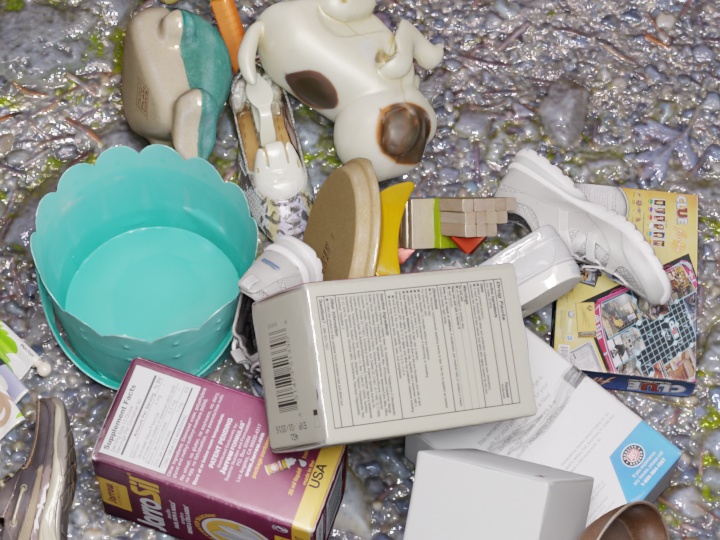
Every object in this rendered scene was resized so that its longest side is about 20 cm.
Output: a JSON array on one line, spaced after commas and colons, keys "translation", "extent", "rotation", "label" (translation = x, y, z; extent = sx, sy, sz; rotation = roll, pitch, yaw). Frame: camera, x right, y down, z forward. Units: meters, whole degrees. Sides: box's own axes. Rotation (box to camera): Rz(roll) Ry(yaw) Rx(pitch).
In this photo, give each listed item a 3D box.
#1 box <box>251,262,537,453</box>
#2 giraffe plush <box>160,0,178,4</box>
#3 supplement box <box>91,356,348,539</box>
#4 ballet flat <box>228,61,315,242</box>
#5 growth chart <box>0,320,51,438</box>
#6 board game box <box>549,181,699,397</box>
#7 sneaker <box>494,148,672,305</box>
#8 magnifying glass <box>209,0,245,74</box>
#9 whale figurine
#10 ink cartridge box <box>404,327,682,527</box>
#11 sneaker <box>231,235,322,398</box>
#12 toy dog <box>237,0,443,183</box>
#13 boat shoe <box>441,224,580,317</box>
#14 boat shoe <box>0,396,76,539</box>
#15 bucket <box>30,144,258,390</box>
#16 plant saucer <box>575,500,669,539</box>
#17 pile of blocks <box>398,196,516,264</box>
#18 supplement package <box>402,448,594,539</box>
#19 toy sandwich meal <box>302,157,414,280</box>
[{"translation": [0.027, 0.071, 1.416], "extent": [0.198, 0.109, 0.129], "rotation": [-5, 83, -29], "label": "box"}, {"translation": [-0.146, -0.387, 1.787], "extent": [0.198, 0.174, 0.162], "rotation": [2, 34, 25], "label": "giraffe plush"}, {"translation": [-0.117, 0.172, 1.492], "extent": [0.198, 0.131, 0.104], "rotation": [17, 62, 8], "label": "supplement box"}, {"translation": [-0.089, -0.119, 1.684], "extent": [0.071, 0.072, 0.202], "rotation": [-11, 63, -8], "label": "ballet flat"}, {"translation": [-0.376, 0.124, 1.574], "extent": [0.144, 0.018, 0.200], "rotation": [35, 67, 15], "label": "growth chart"}, {"translation": [0.250, 0.016, 1.641], "extent": [0.134, 0.035, 0.202], "rotation": [6, 62, 2], "label": "board game box"}, {"translation": [0.202, -0.023, 1.612], "extent": [0.200, 0.075, 0.082], "rotation": [39, 84, 24], "label": "sneaker"}, {"translation": [-0.146, -0.290, 1.721], "extent": [0.079, 0.201, 0.022], "rotation": [-5, 25, 32], "label": "magnifying glass"}, {"translation": [-0.162, -0.171, 1.656], "extent": [0.103, 0.160, 0.200], "rotation": [-4, 28, -22], "label": "whale figurine"}, {"translation": [0.157, 0.162, 1.532], "extent": [0.200, 0.084, 0.145], "rotation": [39, 69, 18], "label": "ink cartridge box"}, {"translation": [-0.084, 0.067, 1.508], "extent": [0.074, 0.201, 0.082], "rotation": [26, 41, 34], "label": "sneaker"}, {"translation": [-0.003, -0.182, 1.674], "extent": [0.193, 0.139, 0.201], "rotation": [-26, 80, -44], "label": "toy dog"}, {"translation": [0.100, 0.023, 1.579], "extent": [0.199, 0.072, 0.069], "rotation": [-30, 72, 19], "label": "boat shoe"}, {"translation": [-0.288, 0.202, 1.503], "extent": [0.073, 0.075, 0.202], "rotation": [1, 61, -2], "label": "boat shoe"}, {"translation": [-0.191, 0.004, 1.576], "extent": [0.205, 0.135, 0.209], "rotation": [0, 61, -1], "label": "bucket"}, {"translation": [0.199, 0.284, 1.421], "extent": [0.034, 0.201, 0.201], "rotation": [10, 58, 34], "label": "plant saucer"}, {"translation": [0.056, -0.037, 1.630], "extent": [0.199, 0.082, 0.063], "rotation": [2, 95, 38], "label": "pile of blocks"}, {"translation": [0.102, 0.253, 1.404], "extent": [0.116, 0.117, 0.202], "rotation": [11, 91, 28], "label": "supplement package"}, {"translation": [0.000, 0.000, 1.570], "extent": [0.070, 0.205, 0.207], "rotation": [10, 60, -19], "label": "toy sandwich meal"}]
